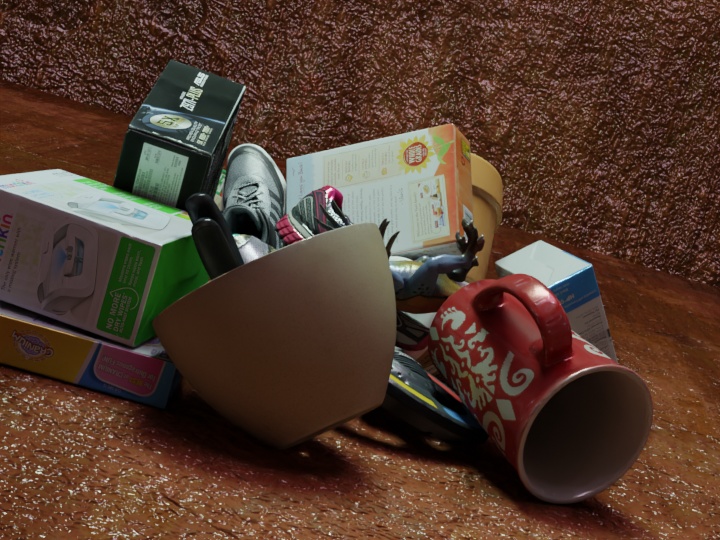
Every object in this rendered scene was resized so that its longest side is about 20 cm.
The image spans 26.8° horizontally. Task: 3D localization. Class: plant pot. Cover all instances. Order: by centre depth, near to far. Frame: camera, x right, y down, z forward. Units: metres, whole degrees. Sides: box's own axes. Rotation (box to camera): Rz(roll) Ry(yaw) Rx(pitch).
[{"bbox_3d":[-0.051,0.065,1.218,0.199,0.135,0.200,-23,-7,-3],"label":"plant pot"},{"bbox_3d":[0.065,-0.031,1.712,0.199,0.141,0.200,-1,-27,0],"label":"plant pot"}]

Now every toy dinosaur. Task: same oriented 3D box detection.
[{"bbox_3d":[0.031,0.014,1.408,0.181,0.201,0.105,-30,2,-11],"label":"toy dinosaur"}]

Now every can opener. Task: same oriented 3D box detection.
[{"bbox_3d":[-0.114,-0.002,1.331,0.064,0.078,0.200,62,-2,39],"label":"can opener"}]

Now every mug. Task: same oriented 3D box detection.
[{"bbox_3d":[0.156,0.079,1.344,0.133,0.179,0.200,3,23,-27],"label":"mug"}]

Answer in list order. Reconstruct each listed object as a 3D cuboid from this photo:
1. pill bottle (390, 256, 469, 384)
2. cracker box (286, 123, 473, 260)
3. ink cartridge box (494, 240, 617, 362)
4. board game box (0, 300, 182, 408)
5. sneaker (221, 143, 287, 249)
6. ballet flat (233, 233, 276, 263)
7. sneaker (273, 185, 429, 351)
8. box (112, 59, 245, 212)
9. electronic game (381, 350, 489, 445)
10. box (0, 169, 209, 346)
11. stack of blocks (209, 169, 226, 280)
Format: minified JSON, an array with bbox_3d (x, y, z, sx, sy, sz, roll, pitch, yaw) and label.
[{"bbox_3d":[0.078,0.060,1.602,0.114,0.115,0.200,22,1,36],"label":"pill bottle"},{"bbox_3d":[0.019,-0.067,1.606,0.199,0.135,0.058,-10,-23,22],"label":"cracker box"},{"bbox_3d":[0.231,0.079,1.728,0.068,0.201,0.116,-26,24,-17],"label":"ink cartridge box"},{"bbox_3d":[-0.249,0.057,1.305,0.199,0.041,0.153,16,9,-1],"label":"board game box"},{"bbox_3d":[-0.118,-0.062,1.604,0.075,0.201,0.114,-9,-24,5],"label":"sneaker"},{"bbox_3d":[-0.077,0.023,1.527,0.072,0.072,0.200,21,-4,33],"label":"ballet flat"},{"bbox_3d":[0.000,0.000,1.486,0.200,0.075,0.081,47,4,17],"label":"sneaker"},{"bbox_3d":[-0.193,-0.081,1.511,0.086,0.201,0.164,18,32,-2],"label":"box"},{"bbox_3d":[0.036,0.099,1.401,0.199,0.042,0.200,33,5,-3],"label":"electronic game"},{"bbox_3d":[-0.237,-0.015,1.333,0.175,0.097,0.200,19,10,8],"label":"box"},{"bbox_3d":[-0.105,-0.015,1.758,0.200,0.116,0.059,32,0,-31],"label":"stack of blocks"}]
